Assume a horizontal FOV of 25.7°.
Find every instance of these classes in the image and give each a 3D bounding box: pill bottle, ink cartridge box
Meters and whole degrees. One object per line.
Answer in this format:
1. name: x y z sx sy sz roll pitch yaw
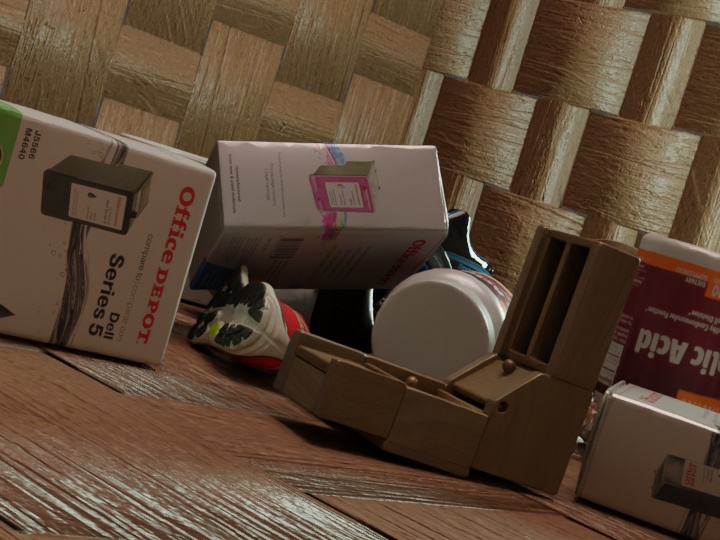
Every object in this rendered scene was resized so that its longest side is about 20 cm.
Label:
1. pill bottle: 0.265 0.079 1.345 0.113 0.202 0.114 16 3 -1
2. pill bottle: 0.075 0.056 1.344 0.113 0.115 0.200 18 3 11
3. ink cartridge box: -0.040 -0.044 1.362 0.198 0.086 0.145 1 -21 -18
4. ink cartridge box: 0.268 0.153 1.159 0.198 0.086 0.146 20 4 15
5. ink cartridge box: -0.215 -0.030 1.077 0.198 0.147 0.084 15 4 -36

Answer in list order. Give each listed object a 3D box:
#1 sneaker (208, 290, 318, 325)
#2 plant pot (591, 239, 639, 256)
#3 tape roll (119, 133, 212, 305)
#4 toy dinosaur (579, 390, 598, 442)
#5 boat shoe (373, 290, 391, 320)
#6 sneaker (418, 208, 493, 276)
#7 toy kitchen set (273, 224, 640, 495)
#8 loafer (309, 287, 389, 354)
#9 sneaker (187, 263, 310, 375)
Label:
1. sneaker: -0.098 0.028 1.549 0.074 0.101 0.200 -20 -39 29
2. plant pot: 0.266 0.084 1.742 0.185 0.189 0.200 17 18 1
3. tape roll: -0.176 -0.048 1.661 0.200 0.141 0.203 17 3 -1
4. toy dinosaur: 0.224 0.087 1.507 0.134 0.201 0.086 19 -26 14
5. boat shoe: 0.046 0.039 1.534 0.201 0.075 0.075 35 42 11
6. sneaker: 0.111 0.032 1.594 0.073 0.082 0.201 17 -40 50
7. toy kitchen set: 0.050 0.033 1.124 0.198 0.182 0.163 21 0 -27
8. loafer: 0.000 0.000 1.485 0.071 0.202 0.073 15 -28 -4
9. sneaker: -0.081 0.053 1.270 0.085 0.077 0.200 38 -2 -17
